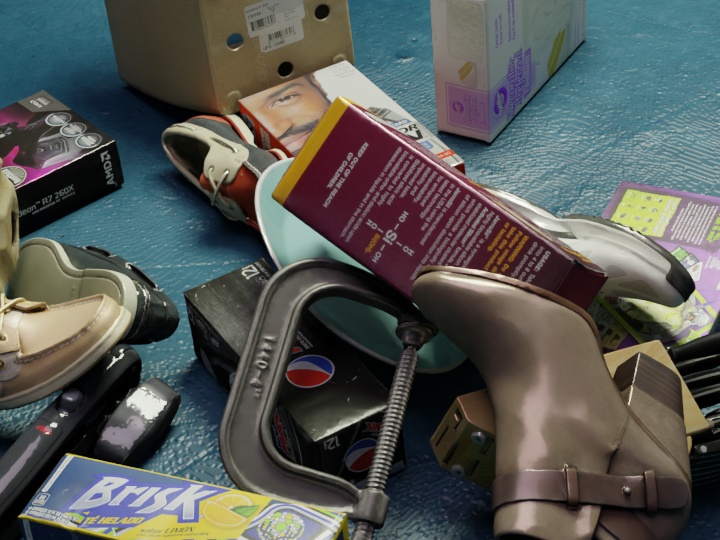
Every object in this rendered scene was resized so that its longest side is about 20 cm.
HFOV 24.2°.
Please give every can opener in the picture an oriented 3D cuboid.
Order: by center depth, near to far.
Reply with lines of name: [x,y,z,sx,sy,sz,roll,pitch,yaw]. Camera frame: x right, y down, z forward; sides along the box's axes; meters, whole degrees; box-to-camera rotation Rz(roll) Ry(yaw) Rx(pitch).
can opener: [-0.208,0.122,1.143,0.079,0.063,0.200,19,43,30]

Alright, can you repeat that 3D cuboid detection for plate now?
plate: [0.000,0.000,1.225,0.200,0.026,0.200,29,33,-22]

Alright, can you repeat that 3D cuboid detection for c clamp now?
c clamp: [-0.002,0.091,1.086,0.171,0.027,0.200,11,68,-4]

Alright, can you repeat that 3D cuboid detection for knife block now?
knife block: [0.166,0.084,1.085,0.200,0.064,0.176,25,54,1]

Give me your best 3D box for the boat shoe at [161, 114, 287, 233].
boat shoe: [-0.105,-0.077,1.379,0.063,0.071,0.200,-5,28,-24]

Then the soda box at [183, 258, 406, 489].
soda box: [-0.049,0.075,1.182,0.071,0.063,0.200,-24,40,-21]

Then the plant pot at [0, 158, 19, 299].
plant pot: [-0.361,-0.024,1.251,0.183,0.201,0.201,3,38,9]

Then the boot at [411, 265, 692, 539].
boot: [0.104,0.095,0.979,0.200,0.070,0.146,23,57,-1]

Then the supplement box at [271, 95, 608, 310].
supplement box: [0.055,-0.022,1.133,0.200,0.086,0.110,36,7,19]

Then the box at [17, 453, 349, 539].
box: [-0.108,0.176,1.051,0.200,0.070,0.064,9,38,19]

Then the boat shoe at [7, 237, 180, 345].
boat shoe: [-0.202,0.019,1.274,0.066,0.075,0.199,12,-3,-37]

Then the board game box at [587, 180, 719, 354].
board game box: [0.221,0.007,1.261,0.120,0.032,0.200,9,40,26]

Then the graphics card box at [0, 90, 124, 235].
graphics card box: [-0.318,-0.075,1.432,0.200,0.051,0.125,-29,42,-28]

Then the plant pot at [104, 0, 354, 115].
plant pot: [-0.109,-0.248,1.500,0.200,0.200,0.177,-21,38,-19]

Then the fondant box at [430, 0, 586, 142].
fondant box: [0.134,-0.226,1.484,0.058,0.144,0.200,18,43,27]

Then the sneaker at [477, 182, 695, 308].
sneaker: [0.133,0.018,1.199,0.200,0.076,0.115,19,73,35]

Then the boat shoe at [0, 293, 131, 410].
boat shoe: [-0.253,0.054,1.173,0.200,0.069,0.074,-22,25,25]

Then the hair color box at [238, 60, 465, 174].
hair color box: [-0.008,-0.093,1.399,0.111,0.064,0.200,-23,39,-19]
